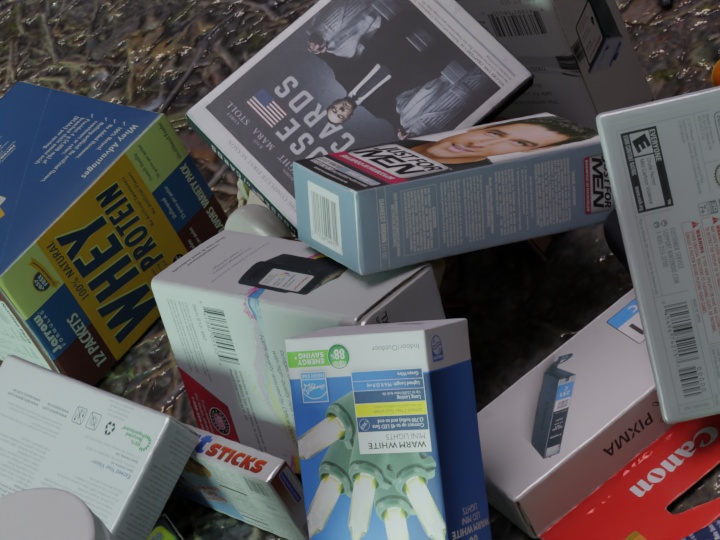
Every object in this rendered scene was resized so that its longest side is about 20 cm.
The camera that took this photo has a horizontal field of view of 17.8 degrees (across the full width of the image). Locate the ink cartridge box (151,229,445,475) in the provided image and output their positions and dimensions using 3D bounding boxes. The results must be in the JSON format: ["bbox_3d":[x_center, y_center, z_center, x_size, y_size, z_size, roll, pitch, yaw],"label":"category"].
[{"bbox_3d":[-0.031,0.063,1.576,0.200,0.146,0.083,10,35,42],"label":"ink cartridge box"}]

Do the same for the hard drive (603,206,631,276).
[{"bbox_3d":[0.259,-0.053,1.506,0.200,0.042,0.135,-38,40,5],"label":"hard drive"}]

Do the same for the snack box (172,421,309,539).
[{"bbox_3d":[-0.109,0.139,1.610,0.200,0.072,0.024,15,57,45],"label":"snack box"}]

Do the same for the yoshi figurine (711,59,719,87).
[{"bbox_3d":[0.347,-0.125,1.616,0.112,0.113,0.200,0,6,-29],"label":"yoshi figurine"}]

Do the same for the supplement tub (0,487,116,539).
[{"bbox_3d":[-0.174,0.245,1.417,0.132,0.200,0.132,-19,37,15],"label":"supplement tub"}]

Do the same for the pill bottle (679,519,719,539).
[{"bbox_3d":[0.225,0.188,1.282,0.200,0.111,0.111,-27,36,3],"label":"pill bottle"}]

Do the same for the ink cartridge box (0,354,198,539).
[{"bbox_3d":[-0.227,0.172,1.603,0.199,0.041,0.200,17,73,45],"label":"ink cartridge box"}]

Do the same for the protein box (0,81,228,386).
[{"bbox_3d":[-0.252,-0.029,1.860,0.200,0.135,0.199,16,55,45],"label":"protein box"}]

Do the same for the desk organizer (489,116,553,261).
[{"bbox_3d":[0.065,-0.073,1.731,0.200,0.072,0.077,13,67,44],"label":"desk organizer"}]

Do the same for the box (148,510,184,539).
[{"bbox_3d":[-0.231,0.220,1.630,0.200,0.035,0.110,-38,36,-10],"label":"box"}]

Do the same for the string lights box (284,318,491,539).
[{"bbox_3d":[0.021,0.134,1.425,0.103,0.200,0.059,-5,3,31],"label":"string lights box"}]

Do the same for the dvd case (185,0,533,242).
[{"bbox_3d":[-0.001,-0.121,1.627,0.200,0.025,0.150,-41,74,-12],"label":"dvd case"}]

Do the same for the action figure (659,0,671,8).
[{"bbox_3d":[0.195,-0.291,1.896,0.200,0.105,0.193,-11,27,-16],"label":"action figure"}]

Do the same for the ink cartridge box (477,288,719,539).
[{"bbox_3d":[0.180,0.099,1.480,0.200,0.045,0.176,-38,36,-11],"label":"ink cartridge box"}]

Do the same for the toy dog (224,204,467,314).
[{"bbox_3d":[0.000,0.000,1.677,0.200,0.096,0.132,51,124,26],"label":"toy dog"}]

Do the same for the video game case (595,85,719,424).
[{"bbox_3d":[0.257,-0.020,1.439,0.182,0.200,0.023,-13,-1,5],"label":"video game case"}]

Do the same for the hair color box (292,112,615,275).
[{"bbox_3d":[0.066,-0.054,1.554,0.200,0.061,0.099,-12,20,-24],"label":"hair color box"}]

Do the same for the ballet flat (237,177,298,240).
[{"bbox_3d":[-0.068,-0.051,1.819,0.076,0.064,0.200,-24,35,10],"label":"ballet flat"}]

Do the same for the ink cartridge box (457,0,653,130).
[{"bbox_3d":[0.113,-0.180,1.730,0.146,0.200,0.086,1,45,36],"label":"ink cartridge box"}]
